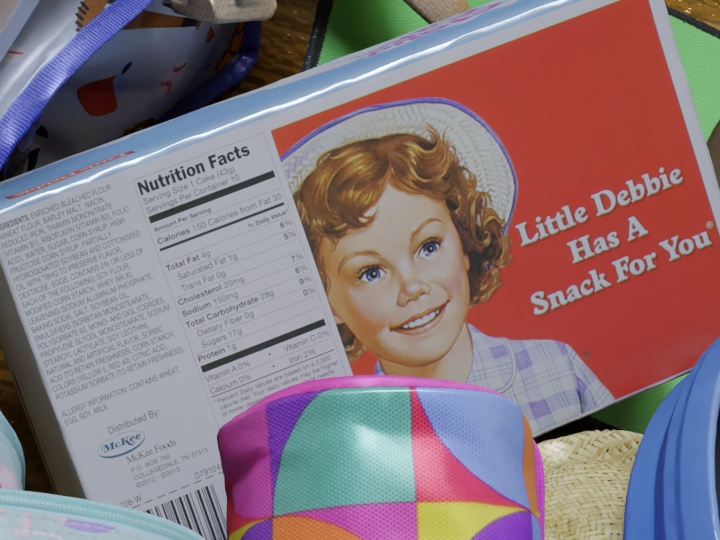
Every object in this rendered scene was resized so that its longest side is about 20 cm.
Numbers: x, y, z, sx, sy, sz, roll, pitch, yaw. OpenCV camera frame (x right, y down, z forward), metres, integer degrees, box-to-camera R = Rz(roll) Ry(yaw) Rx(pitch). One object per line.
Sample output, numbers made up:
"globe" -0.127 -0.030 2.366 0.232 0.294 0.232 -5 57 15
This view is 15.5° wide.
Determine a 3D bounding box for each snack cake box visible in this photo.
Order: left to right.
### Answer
"snack cake box" 0.000 0.000 0.738 0.199 0.067 0.115 -21 100 -14

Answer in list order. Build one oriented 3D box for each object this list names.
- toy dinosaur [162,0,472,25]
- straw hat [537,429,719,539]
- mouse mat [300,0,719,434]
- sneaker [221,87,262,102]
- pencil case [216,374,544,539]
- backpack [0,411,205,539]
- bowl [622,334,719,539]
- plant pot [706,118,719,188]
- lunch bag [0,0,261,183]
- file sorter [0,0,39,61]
"toy dinosaur" -0.015 -0.113 0.785 0.200 0.058 0.101 49 43 13
"straw hat" 0.066 0.092 0.706 0.200 0.085 0.201 0 41 0
"mouse mat" 0.070 -0.026 0.832 0.199 0.008 0.161 23 60 -18
"sneaker" 0.035 -0.015 0.860 0.199 0.075 0.100 -9 74 -30
"pencil case" 0.012 0.126 0.631 0.088 0.088 0.201 0 76 -20
"backpack" -0.124 0.110 0.591 0.199 0.178 0.151 12 44 -23
"bowl" 0.144 0.101 0.676 0.200 0.039 0.201 27 46 -32
"plant pot" 0.211 -0.001 0.834 0.200 0.093 0.202 12 62 -23
"lunch bag" -0.132 -0.100 0.832 0.170 0.124 0.200 32 38 9
"file sorter" -0.199 -0.044 0.681 0.138 0.125 0.200 30 83 10
